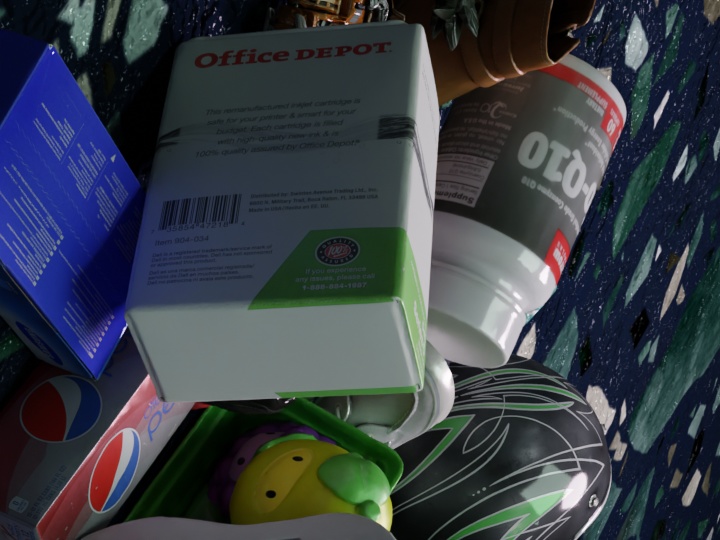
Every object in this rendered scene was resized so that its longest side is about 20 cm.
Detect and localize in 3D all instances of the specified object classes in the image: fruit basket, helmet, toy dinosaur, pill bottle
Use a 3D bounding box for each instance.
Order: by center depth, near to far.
[{"bbox_3d":[0.011,-0.201,1.207,0.200,0.102,0.136,-50,140,4],"label":"toy dinosaur"},{"bbox_3d":[-0.061,0.159,1.233,0.216,0.155,0.216,-59,170,-17],"label":"fruit basket"},{"bbox_3d":[0.093,-0.043,1.312,0.200,0.114,0.114,-66,158,-18],"label":"pill bottle"},{"bbox_3d":[0.089,0.155,1.522,0.200,0.200,0.191,-39,163,-52],"label":"helmet"}]

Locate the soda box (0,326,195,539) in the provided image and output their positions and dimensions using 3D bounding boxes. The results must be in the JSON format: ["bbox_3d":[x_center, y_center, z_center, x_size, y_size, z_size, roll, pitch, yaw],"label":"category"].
[{"bbox_3d":[-0.145,0.075,1.095,0.200,0.063,0.070,-56,154,-34],"label":"soda box"}]

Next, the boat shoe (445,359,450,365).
[{"bbox_3d":[0.042,0.044,1.446,0.093,0.075,0.200,-58,177,-21],"label":"boat shoe"}]

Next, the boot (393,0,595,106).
[{"bbox_3d":[0.063,-0.130,1.274,0.077,0.155,0.200,53,55,-41],"label":"boot"}]

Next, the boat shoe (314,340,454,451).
[{"bbox_3d":[-0.001,0.100,1.344,0.068,0.072,0.200,-39,-178,-30],"label":"boat shoe"}]

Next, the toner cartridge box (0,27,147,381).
[{"bbox_3d":[-0.161,-0.029,0.996,0.095,0.043,0.200,-62,156,-20],"label":"toner cartridge box"}]

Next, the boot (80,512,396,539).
[{"bbox_3d":[-0.074,0.193,1.094,0.200,0.074,0.096,2,118,-28],"label":"boot"}]

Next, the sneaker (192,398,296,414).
[{"bbox_3d":[-0.057,-0.001,1.194,0.071,0.098,0.201,-10,115,-63],"label":"sneaker"}]

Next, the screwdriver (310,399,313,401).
[{"bbox_3d":[-0.008,0.046,1.440,0.200,0.029,0.028,-67,158,-12],"label":"screwdriver"}]

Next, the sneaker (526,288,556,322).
[{"bbox_3d":[0.094,-0.005,1.554,0.078,0.091,0.200,-48,163,-3],"label":"sneaker"}]

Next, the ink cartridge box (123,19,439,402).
[{"bbox_3d":[-0.036,-0.034,1.059,0.084,0.145,0.200,74,17,-48],"label":"ink cartridge box"}]
